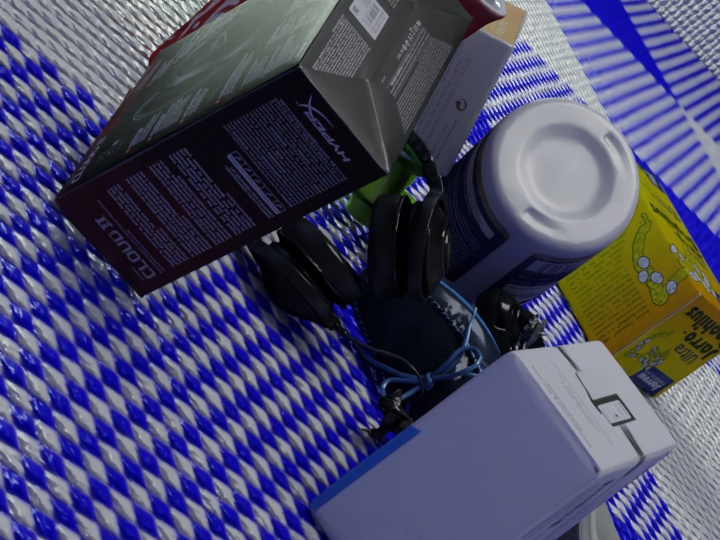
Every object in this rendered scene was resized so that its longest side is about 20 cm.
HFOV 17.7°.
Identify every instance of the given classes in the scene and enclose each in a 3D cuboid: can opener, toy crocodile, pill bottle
[{"bbox_3d":[0.102,0.051,1.619,0.079,0.063,0.200,18,-4,20],"label":"can opener"},{"bbox_3d":[0.020,-0.076,1.677,0.062,0.068,0.200,34,15,3],"label":"toy crocodile"},{"bbox_3d":[0.106,-0.037,1.615,0.111,0.111,0.200,54,-24,3],"label":"pill bottle"}]

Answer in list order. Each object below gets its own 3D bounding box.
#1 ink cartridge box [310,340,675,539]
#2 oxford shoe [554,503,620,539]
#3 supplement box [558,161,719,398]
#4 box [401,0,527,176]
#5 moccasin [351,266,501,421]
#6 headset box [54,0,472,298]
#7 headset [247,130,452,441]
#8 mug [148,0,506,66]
[{"bbox_3d":[0.079,0.114,1.290,0.084,0.146,0.200,54,14,11],"label":"ink cartridge box"},{"bbox_3d":[0.125,0.156,1.416,0.058,0.075,0.200,-24,95,-58],"label":"oxford shoe"},{"bbox_3d":[0.242,-0.005,2.086,0.109,0.109,0.200,33,26,-52],"label":"supplement box"},{"bbox_3d":[0.003,-0.172,1.633,0.200,0.106,0.152,28,18,-2],"label":"box"},{"bbox_3d":[0.064,0.080,1.449,0.200,0.080,0.068,51,20,-6],"label":"moccasin"},{"bbox_3d":[-0.057,-0.081,1.210,0.077,0.200,0.149,50,38,-18],"label":"headset box"},{"bbox_3d":[0.000,0.000,1.392,0.094,0.123,0.200,66,9,-68],"label":"headset"},{"bbox_3d":[-0.035,-0.157,1.446,0.133,0.200,0.178,59,17,17],"label":"mug"}]
